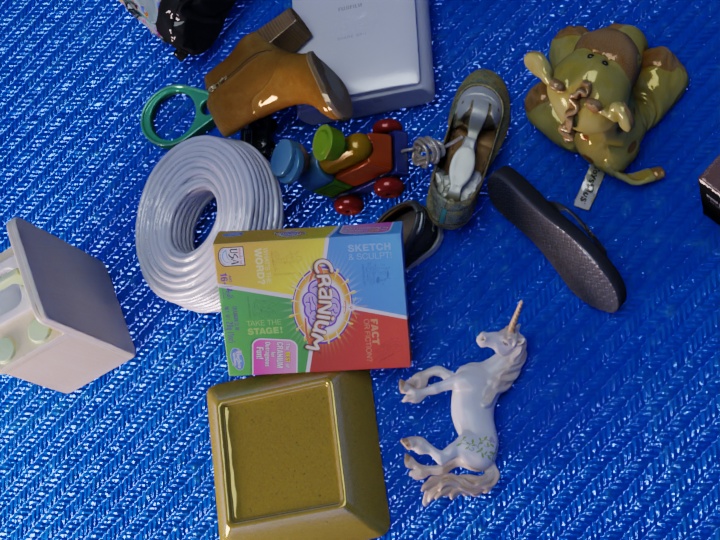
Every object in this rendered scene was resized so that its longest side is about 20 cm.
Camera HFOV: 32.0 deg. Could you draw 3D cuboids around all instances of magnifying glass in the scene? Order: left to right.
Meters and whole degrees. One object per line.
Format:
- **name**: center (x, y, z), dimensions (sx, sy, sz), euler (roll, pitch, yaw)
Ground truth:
- **magnifying glass**: center (-0.176, -0.197, 1.520), dimensions (0.198, 0.022, 0.080), euler (-9, 72, 17)

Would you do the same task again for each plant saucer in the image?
- **plant saucer**: center (-0.079, 0.200, 1.359), dimensions (0.198, 0.048, 0.202), euler (-13, 71, 15)

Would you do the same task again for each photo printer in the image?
- **photo printer**: center (0.001, -0.281, 1.452), dimensions (0.165, 0.069, 0.202), euler (-8, 73, 18)

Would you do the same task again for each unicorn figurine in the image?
- **unicorn figurine**: center (0.109, 0.137, 1.303), dimensions (0.136, 0.074, 0.202), euler (-5, 88, 9)

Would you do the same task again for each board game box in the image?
- **board game box**: center (-0.049, 0.031, 1.332), dimensions (0.198, 0.040, 0.155), euler (-4, 110, 5)

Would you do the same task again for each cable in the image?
- **cable**: center (-0.172, -0.054, 1.426), dimensions (0.199, 0.069, 0.202), euler (11, 84, 42)

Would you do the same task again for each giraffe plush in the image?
- **giraffe plush**: center (0.239, -0.182, 1.287), dimensions (0.171, 0.162, 0.202), euler (4, 76, 20)

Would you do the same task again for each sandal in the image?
- **sandal**: center (0.211, -0.042, 1.312), dimensions (0.043, 0.076, 0.200), euler (-31, 65, -20)

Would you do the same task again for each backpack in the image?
- **backpack**: center (-0.241, -0.376, 1.537), dimensions (0.200, 0.126, 0.167), euler (38, 93, 28)

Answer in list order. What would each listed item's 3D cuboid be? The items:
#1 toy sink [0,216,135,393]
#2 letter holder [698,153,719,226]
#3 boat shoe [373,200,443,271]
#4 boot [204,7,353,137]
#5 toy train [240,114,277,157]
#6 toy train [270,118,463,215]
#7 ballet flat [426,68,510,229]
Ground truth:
- **toy sink**: center (-0.364, 0.046, 1.423), dimensions (0.111, 0.200, 0.131), euler (-28, 68, 10)
- **letter holder**: center (0.451, -0.064, 1.213), dimensions (0.142, 0.101, 0.200), euler (-47, 65, 0)
- **boat shoe**: center (0.000, 0.000, 1.377), dimensions (0.200, 0.068, 0.072), euler (-42, 67, 6)
- **boot**: center (-0.097, -0.191, 1.392), dimensions (0.144, 0.071, 0.202), euler (-40, 47, 13)
- **toy train**: center (-0.126, -0.090, 1.465), dimensions (0.045, 0.034, 0.202), euler (-5, 73, 22)
- **toy train**: center (0.001, -0.129, 1.345), dimensions (0.199, 0.115, 0.086), euler (-20, 66, 48)
- **ballet flat**: center (0.119, -0.141, 1.356), dimensions (0.070, 0.071, 0.202), euler (11, 69, 22)
